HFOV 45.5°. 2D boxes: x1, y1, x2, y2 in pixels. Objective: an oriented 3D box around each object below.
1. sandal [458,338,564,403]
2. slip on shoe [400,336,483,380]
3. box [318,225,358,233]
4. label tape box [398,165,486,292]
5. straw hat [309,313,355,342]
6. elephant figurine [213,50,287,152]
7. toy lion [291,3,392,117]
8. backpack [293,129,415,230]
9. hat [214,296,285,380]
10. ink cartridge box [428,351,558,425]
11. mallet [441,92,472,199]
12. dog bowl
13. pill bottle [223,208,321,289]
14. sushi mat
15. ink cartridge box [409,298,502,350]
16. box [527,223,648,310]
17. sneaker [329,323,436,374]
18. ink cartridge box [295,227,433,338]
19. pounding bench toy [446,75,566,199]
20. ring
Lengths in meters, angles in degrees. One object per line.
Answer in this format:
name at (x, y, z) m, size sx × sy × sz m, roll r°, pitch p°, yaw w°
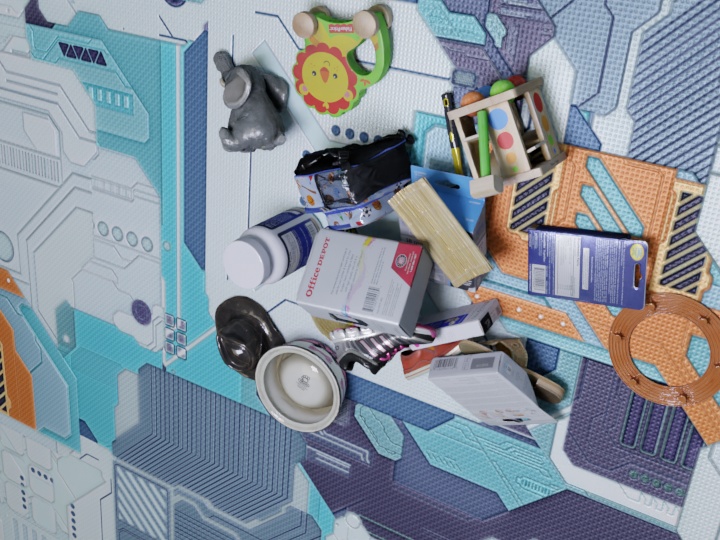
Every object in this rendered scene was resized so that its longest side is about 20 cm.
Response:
sandal at (0.278, 0.157, 1.542) m, size 0.211 × 0.070 × 0.078 m, roll 30°, pitch 155°, yaw -2°
slip on shoe at (0.148, 0.146, 1.610) m, size 0.200 × 0.074 × 0.062 m, roll -32°, pitch 82°, yaw 39°
box at (0.000, 0.000, 1.593) m, size 0.064 × 0.070 × 0.201 m, roll -33°, pitch 66°, yaw 4°
label tape box at (0.143, -0.071, 1.496) m, size 0.143 × 0.063 × 0.201 m, roll 15°, pitch 134°, yaw 27°
straw hat at (0.007, 0.070, 1.651) m, size 0.199 × 0.085 × 0.203 m, roll -4°, pitch 69°, yaw 11°
elephant figurine at (-0.211, -0.329, 1.623) m, size 0.154 × 0.142 × 0.202 m, roll -2°, pitch 92°, yaw 3°
toy lion at (-0.036, -0.370, 1.534) m, size 0.199 × 0.069 × 0.193 m, roll 8°, pitch 119°, yaw 29°
backpack at (-0.016, -0.158, 1.534) m, size 0.190 × 0.199 × 0.155 m, roll 5°, pitch 111°, yaw 44°
hat at (-0.263, 0.163, 1.866) m, size 0.199 × 0.081 × 0.202 m, roll 13°, pitch 115°, yaw 29°
ink cartridge box at (0.243, 0.216, 1.547) m, size 0.159 × 0.048 × 0.200 m, roll -13°, pitch 139°, yaw 44°
mallet at (0.173, -0.204, 1.479) m, size 0.065 × 0.041 × 0.202 m, roll 4°, pitch 107°, yaw 32°
dog bowl at (-0.117, 0.233, 1.795) m, size 0.199 × 0.074 × 0.202 m, roll 10°, pitch 114°, yaw 22°
pill bottle at (-0.166, -0.041, 1.651) m, size 0.115 × 0.200 × 0.117 m, roll 12°, pitch 114°, yaw 28°
sushi mat at (0.135, -0.062, 1.451) m, size 0.200 × 0.012 × 0.095 m, roll 51°, pitch 139°, yaw -10°
ink cartridge box at (0.153, 0.102, 1.571) m, size 0.199 × 0.095 × 0.037 m, roll -14°, pitch 105°, yaw 35°
box at (0.377, -0.006, 1.427) m, size 0.199 × 0.032 × 0.122 m, roll 9°, pitch 113°, yaw 31°
sneaker at (0.042, 0.140, 1.533) m, size 0.198 × 0.074 × 0.088 m, roll -7°, pitch 84°, yaw 18°
ink cartridge box at (0.008, 0.020, 1.494) m, size 0.199 × 0.083 × 0.147 m, roll 11°, pitch 74°, yaw 24°
pounding bench toy at (0.214, -0.212, 1.346) m, size 0.124 × 0.200 × 0.157 m, roll -14°, pitch 102°, yaw 35°
ring at (0.504, 0.134, 1.411) m, size 0.199 × 0.019 × 0.202 m, roll 12°, pitch 114°, yaw 29°
